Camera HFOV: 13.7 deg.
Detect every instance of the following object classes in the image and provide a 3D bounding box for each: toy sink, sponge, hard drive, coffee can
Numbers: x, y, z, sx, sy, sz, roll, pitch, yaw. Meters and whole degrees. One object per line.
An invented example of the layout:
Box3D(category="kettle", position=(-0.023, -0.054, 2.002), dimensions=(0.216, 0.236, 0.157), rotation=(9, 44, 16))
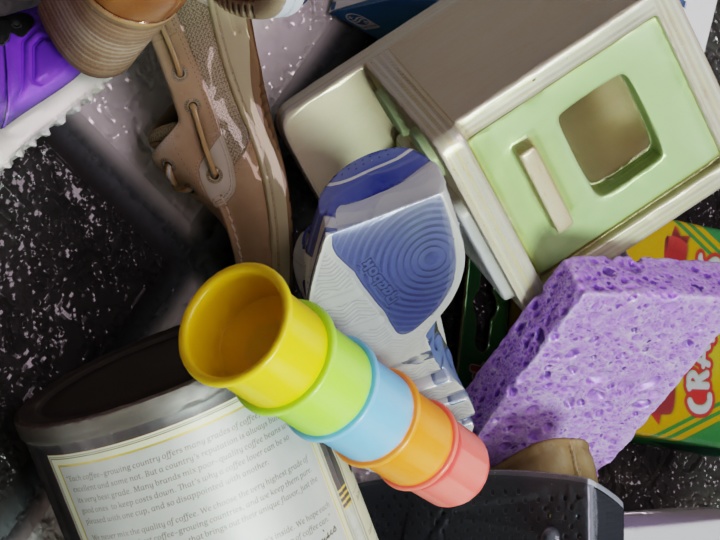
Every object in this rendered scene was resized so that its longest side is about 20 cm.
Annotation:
Box3D(category="toy sink", position=(0.080, -0.066, 1.543), dimensions=(0.200, 0.112, 0.130), rotation=(-32, 126, -4))
Box3D(category="sponge", position=(0.106, 0.068, 1.580), dimensions=(0.111, 0.200, 0.030), rotation=(3, 47, -36))
Box3D(category="hard drive", position=(0.057, 0.169, 1.516), dimensions=(0.042, 0.200, 0.135), rotation=(5, 81, -40))
Box3D(category="coffee can", position=(-0.065, 0.136, 1.462), dimensions=(0.146, 0.146, 0.200), rotation=(-28, 103, -35))

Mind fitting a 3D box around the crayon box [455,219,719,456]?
Box3D(category="crayon box", position=(0.147, 0.032, 1.691), dimensions=(0.200, 0.051, 0.127), rotation=(10, 81, -36))

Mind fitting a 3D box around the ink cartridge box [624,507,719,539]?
Box3D(category="ink cartridge box", position=(0.164, 0.232, 1.623), dimensions=(0.146, 0.086, 0.200), rotation=(-1, 89, -37))

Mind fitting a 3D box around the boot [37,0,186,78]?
Box3D(category="boot", position=(-0.137, -0.205, 1.398), dimensions=(0.077, 0.155, 0.200), rotation=(-16, 66, -37))

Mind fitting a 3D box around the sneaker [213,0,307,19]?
Box3D(category="sneaker", position=(-0.034, -0.178, 1.433), dimensions=(0.108, 0.200, 0.070), rotation=(-4, 118, -23))

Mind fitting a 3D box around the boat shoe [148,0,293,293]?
Box3D(category="boat shoe", position=(-0.076, -0.069, 1.529), dimensions=(0.064, 0.071, 0.200), rotation=(-12, 104, -3))

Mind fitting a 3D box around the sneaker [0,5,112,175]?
Box3D(category="sneaker", position=(-0.194, -0.097, 1.432), dimensions=(0.200, 0.070, 0.100), rotation=(-46, 111, -31))

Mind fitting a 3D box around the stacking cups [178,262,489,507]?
Box3D(category="stacking cups", position=(-0.008, 0.063, 1.397), dimensions=(0.200, 0.060, 0.061), rotation=(40, 62, -51))

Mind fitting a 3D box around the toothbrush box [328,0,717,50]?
Box3D(category="toothbrush box", position=(0.099, -0.170, 1.651), dimensions=(0.200, 0.085, 0.147), rotation=(28, 70, -34))

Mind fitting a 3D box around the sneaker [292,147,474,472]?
Box3D(category="sneaker", position=(0.000, 0.000, 1.462), dimensions=(0.080, 0.115, 0.200), rotation=(-17, 142, -7))

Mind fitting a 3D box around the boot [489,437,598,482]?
Box3D(category="boot", position=(0.088, 0.211, 1.558), dimensions=(0.066, 0.175, 0.200), rotation=(4, 61, -40))
